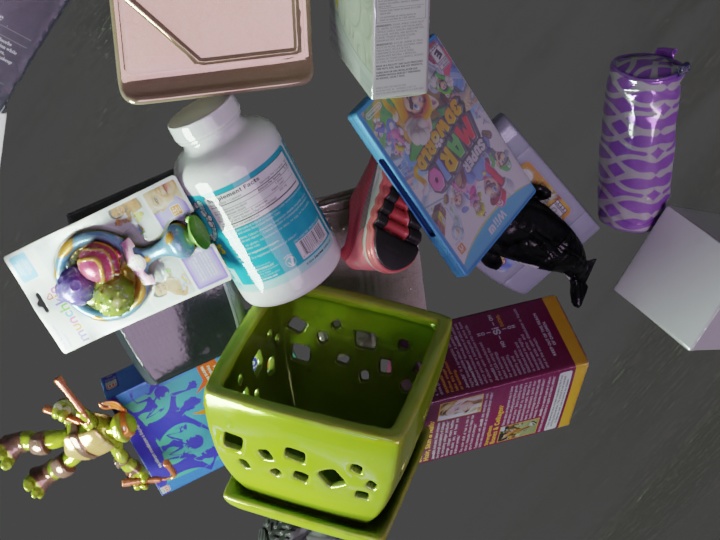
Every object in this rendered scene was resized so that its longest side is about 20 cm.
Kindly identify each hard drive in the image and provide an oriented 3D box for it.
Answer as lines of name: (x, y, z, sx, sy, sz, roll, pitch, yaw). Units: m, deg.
hard drive: (-0.197, 0.012, 1.340, 0.135, 0.042, 0.200, -24, 112, -6)

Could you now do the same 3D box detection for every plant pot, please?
plant pot: (-0.030, 0.147, 1.331, 0.199, 0.200, 0.182, 13, 129, 13)

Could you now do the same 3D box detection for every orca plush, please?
orca plush: (0.190, -0.018, 1.432, 0.105, 0.071, 0.200, -39, 125, 5)

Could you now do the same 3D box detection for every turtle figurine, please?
turtle figurine: (-0.295, 0.172, 1.385, 0.161, 0.064, 0.200, -21, 137, 20)

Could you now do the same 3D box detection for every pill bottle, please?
pill bottle: (-0.108, -0.072, 1.293, 0.111, 0.111, 0.200, -29, 114, -2)

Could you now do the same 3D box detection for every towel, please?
towel: (0.000, 0.000, 1.435, 0.132, 0.034, 0.200, -14, 123, -10)

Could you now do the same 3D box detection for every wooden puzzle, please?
wooden puzzle: (-0.138, -0.260, 1.217, 0.185, 0.037, 0.200, -9, 111, -16)

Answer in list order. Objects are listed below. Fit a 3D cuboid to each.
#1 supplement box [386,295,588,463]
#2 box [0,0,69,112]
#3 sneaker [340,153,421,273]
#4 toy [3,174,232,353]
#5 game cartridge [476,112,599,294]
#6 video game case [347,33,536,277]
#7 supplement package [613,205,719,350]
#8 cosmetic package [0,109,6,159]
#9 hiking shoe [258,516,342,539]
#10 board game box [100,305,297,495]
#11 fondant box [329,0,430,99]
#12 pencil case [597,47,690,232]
supplement box: (0.138, 0.123, 1.500, 0.200, 0.103, 0.131, -12, 144, -14)
box: (-0.342, -0.264, 1.101, 0.200, 0.104, 0.182, 28, 108, -32)
sneaker: (0.023, -0.091, 1.342, 0.074, 0.087, 0.200, 29, 67, -33)
toy: (-0.236, 0.003, 1.271, 0.200, 0.047, 0.115, -24, 106, 14)
game cartridge: (0.160, -0.063, 1.458, 0.133, 0.042, 0.200, -45, 125, 4)
video game case: (0.085, -0.114, 1.328, 0.143, 0.018, 0.200, -49, 113, -33)
supplement package: (0.399, 0.010, 1.501, 0.200, 0.117, 0.117, 4, 122, -52)
cosmetic package: (-0.381, -0.067, 1.238, 0.082, 0.051, 0.200, 5, 118, -21)
hiking shoe: (-0.027, 0.283, 1.581, 0.200, 0.076, 0.101, -41, 134, 17)
board game box: (-0.158, 0.139, 1.451, 0.200, 0.045, 0.152, -26, 125, -5)
fondant box: (0.015, -0.275, 1.206, 0.058, 0.144, 0.200, -8, 122, -15)
pencil case: (0.301, -0.140, 1.441, 0.085, 0.084, 0.200, -39, 140, -47)
